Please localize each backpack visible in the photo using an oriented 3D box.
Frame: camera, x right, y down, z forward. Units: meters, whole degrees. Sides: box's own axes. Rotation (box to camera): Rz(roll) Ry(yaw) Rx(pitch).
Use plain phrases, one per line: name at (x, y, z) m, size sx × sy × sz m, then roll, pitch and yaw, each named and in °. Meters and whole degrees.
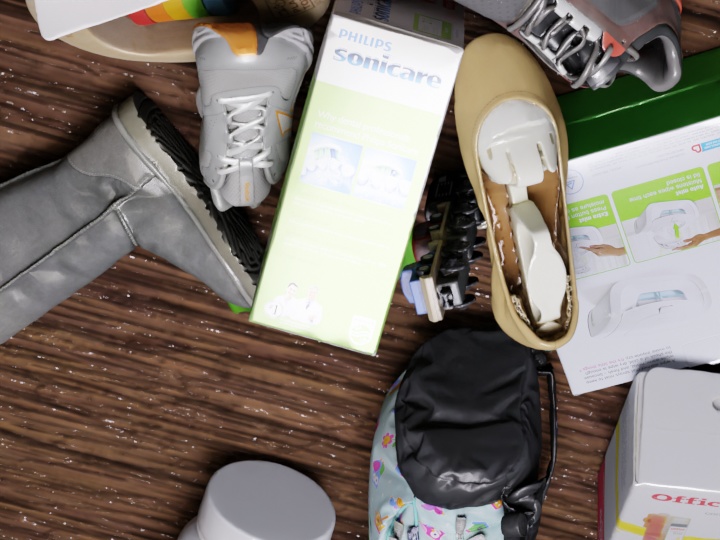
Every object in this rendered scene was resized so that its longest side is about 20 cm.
backpack at (0.067, 0.151, 1.626) m, size 0.126 × 0.167 × 0.200 m, roll 10°, pitch 136°, yaw 6°

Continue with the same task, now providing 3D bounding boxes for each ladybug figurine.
ladybug figurine at (-0.108, -0.186, 1.445) m, size 0.199 × 0.072 × 0.136 m, roll -3°, pitch 152°, yaw 15°

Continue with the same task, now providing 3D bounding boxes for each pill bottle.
pill bottle at (-0.089, 0.243, 1.699) m, size 0.113 × 0.114 × 0.201 m, roll 14°, pitch 121°, yaw -7°

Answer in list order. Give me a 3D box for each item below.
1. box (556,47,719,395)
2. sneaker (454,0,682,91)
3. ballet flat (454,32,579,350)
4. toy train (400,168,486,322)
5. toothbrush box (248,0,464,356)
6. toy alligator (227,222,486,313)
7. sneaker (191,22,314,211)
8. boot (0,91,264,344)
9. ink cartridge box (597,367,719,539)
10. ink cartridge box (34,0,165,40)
box at (0.206, -0.034, 1.528) m, size 0.199 × 0.097 × 0.177 m, roll -17°, pitch 120°, yaw 12°
sneaker at (0.130, -0.153, 1.418) m, size 0.199 × 0.082 × 0.077 m, roll 8°, pitch 150°, yaw -38°
ballet flat at (0.104, -0.045, 1.435) m, size 0.068 × 0.063 × 0.201 m, roll -15°, pitch 108°, yaw -8°
toy train at (0.054, -0.020, 1.482) m, size 0.046 × 0.200 × 0.034 m, roll -9°, pitch 111°, yaw 11°
toothbrush box at (-0.001, -0.070, 1.459) m, size 0.086 × 0.146 × 0.201 m, roll 14°, pitch 107°, yaw -2°
toy alligator at (0.000, 0.000, 1.581) m, size 0.199 × 0.054 × 0.059 m, roll -19°, pitch 119°, yaw 13°
sneaker at (-0.067, -0.091, 1.445) m, size 0.075 × 0.200 × 0.092 m, roll 1°, pitch 77°, yaw -2°
boot at (-0.179, -0.003, 1.571) m, size 0.200 × 0.073 × 0.182 m, roll -36°, pitch 95°, yaw 14°
ink cartridge box at (0.242, 0.146, 1.590) m, size 0.144 × 0.084 × 0.200 m, roll 5°, pitch 155°, yaw 1°
ink cartridge box at (-0.168, -0.247, 1.361) m, size 0.117 × 0.067 × 0.201 m, roll -17°, pitch 77°, yaw 12°
